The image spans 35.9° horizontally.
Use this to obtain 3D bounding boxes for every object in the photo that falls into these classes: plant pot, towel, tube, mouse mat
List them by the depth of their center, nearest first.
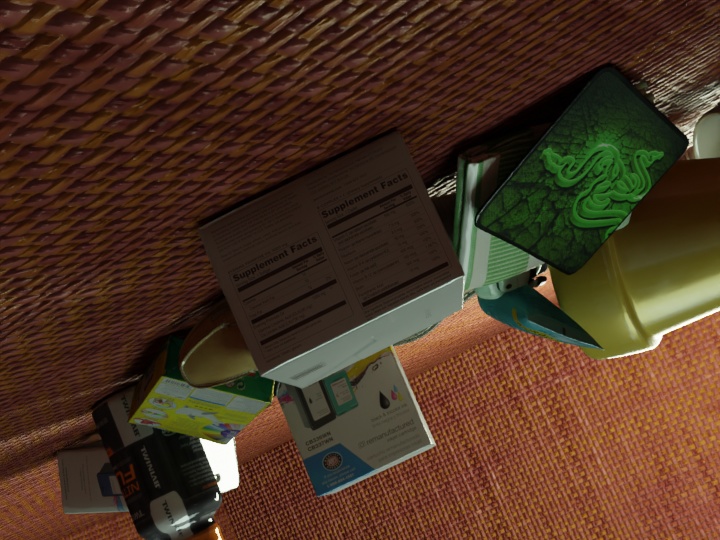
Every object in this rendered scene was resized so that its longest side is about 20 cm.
[{"bbox_3d":[0.189,-0.075,0.924,0.161,0.008,0.199,-50,146,14],"label":"mouse mat"},{"bbox_3d":[0.161,-0.068,0.943,0.198,0.023,0.154,-23,136,-24],"label":"towel"},{"bbox_3d":[0.164,0.040,1.068,0.076,0.051,0.200,16,-175,-12],"label":"tube"},{"bbox_3d":[0.301,-0.028,1.104,0.186,0.204,0.200,-15,176,27],"label":"plant pot"}]

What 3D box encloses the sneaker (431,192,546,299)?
[{"bbox_3d":[0.097,-0.010,1.005,0.198,0.074,0.120,-22,127,-27],"label":"sneaker"}]

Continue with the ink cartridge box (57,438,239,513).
[{"bbox_3d":[-0.282,0.266,1.489,0.197,0.089,0.145,-6,180,27],"label":"ink cartridge box"}]

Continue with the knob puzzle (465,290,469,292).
[{"bbox_3d":[0.041,0.044,1.154,0.216,0.031,0.220,-21,165,-6],"label":"knob puzzle"}]

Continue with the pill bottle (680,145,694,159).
[{"bbox_3d":[0.342,-0.073,1.337,0.198,0.113,0.111,-28,170,20],"label":"pill bottle"}]

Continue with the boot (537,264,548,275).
[{"bbox_3d":[0.122,0.001,1.346,0.197,0.071,0.131,-4,162,-33],"label":"boot"}]

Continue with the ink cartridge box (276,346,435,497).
[{"bbox_3d":[-0.017,0.142,1.309,0.145,0.203,0.146,-25,169,1],"label":"ink cartridge box"}]

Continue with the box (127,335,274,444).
[{"bbox_3d":[-0.170,0.132,1.153,0.116,0.049,0.200,16,151,-17],"label":"box"}]

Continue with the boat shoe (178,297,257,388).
[{"bbox_3d":[-0.091,0.053,0.982,0.199,0.072,0.076,-36,-163,22],"label":"boat shoe"}]

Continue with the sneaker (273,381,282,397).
[{"bbox_3d":[-0.125,0.107,1.201,0.076,0.083,0.200,-18,168,-35],"label":"sneaker"}]

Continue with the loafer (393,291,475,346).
[{"bbox_3d":[0.091,0.038,1.445,0.198,0.073,0.063,-32,176,22],"label":"loafer"}]

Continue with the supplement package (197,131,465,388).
[{"bbox_3d":[-0.013,0.002,0.828,0.154,0.112,0.200,-25,170,1],"label":"supplement package"}]

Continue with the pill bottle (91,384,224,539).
[{"bbox_3d":[-0.223,0.232,1.267,0.105,0.203,0.106,-24,170,-4],"label":"pill bottle"}]

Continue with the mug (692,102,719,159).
[{"bbox_3d":[0.451,-0.159,1.121,0.174,0.148,0.201,-33,143,-12],"label":"mug"}]
